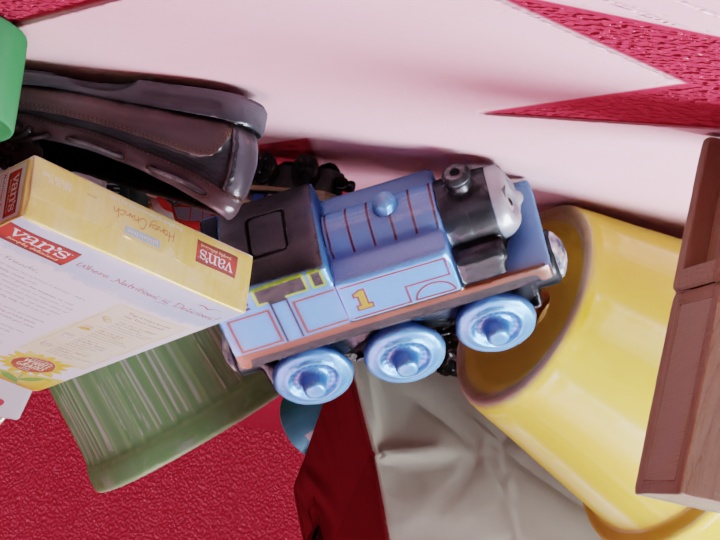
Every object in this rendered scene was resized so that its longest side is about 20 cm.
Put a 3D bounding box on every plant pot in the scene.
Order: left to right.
[{"bbox_3d":[0.167,0.061,1.525,0.188,0.201,0.201,28,165,-25],"label":"plant pot"}]

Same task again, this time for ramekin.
[{"bbox_3d":[-0.125,0.062,1.832,0.200,0.098,0.200,-31,-175,3],"label":"ramekin"}]

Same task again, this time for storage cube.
[{"bbox_3d":[0.066,0.161,1.698,0.199,0.171,0.180,-2,146,-16],"label":"storage cube"}]

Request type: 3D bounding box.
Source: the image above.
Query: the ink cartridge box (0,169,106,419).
[{"bbox_3d":[-0.241,-0.005,1.507,0.145,0.088,0.200,10,145,-18],"label":"ink cartridge box"}]

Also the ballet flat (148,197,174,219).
[{"bbox_3d":[-0.137,-0.023,1.694,0.070,0.071,0.200,8,172,-1],"label":"ballet flat"}]

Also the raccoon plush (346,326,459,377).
[{"bbox_3d":[0.000,0.000,1.582,0.199,0.097,0.134,5,167,21],"label":"raccoon plush"}]

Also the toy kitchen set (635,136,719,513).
[{"bbox_3d":[0.242,0.041,1.260,0.199,0.181,0.163,13,173,-7],"label":"toy kitchen set"}]

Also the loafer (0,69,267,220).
[{"bbox_3d":[-0.147,-0.066,1.330,0.199,0.063,0.072,6,172,18],"label":"loafer"}]

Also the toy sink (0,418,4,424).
[{"bbox_3d":[-0.268,0.034,1.832,0.112,0.131,0.200,39,165,-11],"label":"toy sink"}]

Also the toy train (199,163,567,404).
[{"bbox_3d":[0.011,0.002,1.429,0.199,0.087,0.114,-16,137,7],"label":"toy train"}]

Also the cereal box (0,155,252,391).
[{"bbox_3d":[-0.172,0.007,1.381,0.144,0.040,0.200,25,150,-34],"label":"cereal box"}]

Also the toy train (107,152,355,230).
[{"bbox_3d":[-0.091,-0.045,1.500,0.199,0.046,0.034,3,171,32],"label":"toy train"}]

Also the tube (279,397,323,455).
[{"bbox_3d":[0.033,0.064,1.734,0.200,0.051,0.077,-31,164,33],"label":"tube"}]

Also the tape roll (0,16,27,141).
[{"bbox_3d":[-0.259,-0.103,1.234,0.200,0.048,0.200,8,172,1],"label":"tape roll"}]
